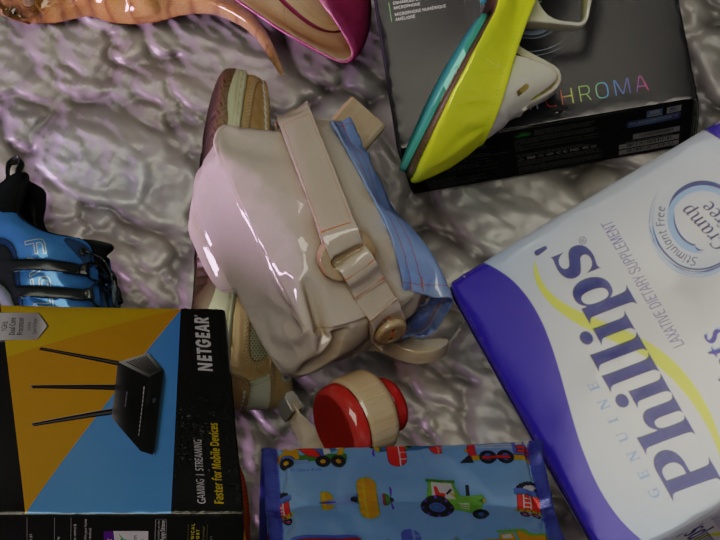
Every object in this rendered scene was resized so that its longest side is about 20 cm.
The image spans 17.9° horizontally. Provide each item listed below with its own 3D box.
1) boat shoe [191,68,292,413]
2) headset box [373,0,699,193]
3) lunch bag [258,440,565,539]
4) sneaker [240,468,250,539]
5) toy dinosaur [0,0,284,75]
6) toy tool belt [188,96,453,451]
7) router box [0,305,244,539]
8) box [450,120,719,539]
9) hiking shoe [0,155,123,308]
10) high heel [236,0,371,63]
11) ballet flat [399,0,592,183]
[{"bbox_3d":[-0.059,-0.017,1.332,0.076,0.072,0.201,4,84,-6],"label":"boat shoe"},{"bbox_3d":[0.095,-0.165,1.330,0.173,0.093,0.201,-9,75,4],"label":"headset box"},{"bbox_3d":[0.022,0.194,1.208,0.149,0.201,0.094,-1,38,-6],"label":"lunch bag"},{"bbox_3d":[-0.077,0.162,1.181,0.077,0.073,0.201,-38,30,30],"label":"sneaker"},{"bbox_3d":[-0.124,-0.175,1.387,0.199,0.060,0.107,6,89,19],"label":"toy dinosaur"},{"bbox_3d":[0.000,0.000,1.251,0.122,0.125,0.201,-20,71,-28],"label":"toy tool belt"},{"bbox_3d":[-0.139,0.088,1.182,0.148,0.200,0.051,1,118,-7],"label":"router box"},{"bbox_3d":[0.182,0.044,1.248,0.199,0.105,0.185,-31,72,6],"label":"box"},{"bbox_3d":[-0.167,0.024,1.322,0.200,0.074,0.087,43,89,15],"label":"hiking shoe"},{"bbox_3d":[-0.082,-0.187,1.321,0.067,0.199,0.096,-46,28,29],"label":"high heel"},{"bbox_3d":[0.086,-0.131,1.243,0.067,0.067,0.201,22,77,-2],"label":"ballet flat"}]
